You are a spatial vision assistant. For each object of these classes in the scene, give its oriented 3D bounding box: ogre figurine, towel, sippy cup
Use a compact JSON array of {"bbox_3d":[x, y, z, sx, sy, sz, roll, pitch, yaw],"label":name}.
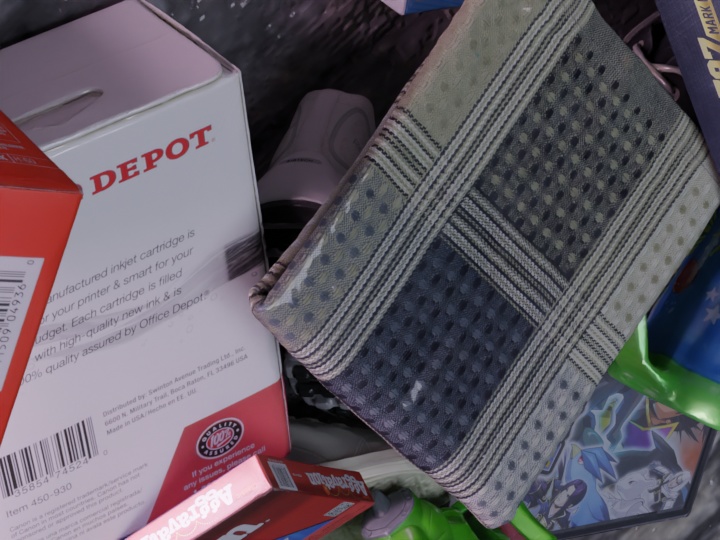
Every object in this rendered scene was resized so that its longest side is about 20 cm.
[{"bbox_3d":[0.058,0.166,1.111,0.200,0.120,0.098,6,141,-47],"label":"ogre figurine"},{"bbox_3d":[0.059,-0.016,0.998,0.200,0.035,0.193,-54,131,-9],"label":"towel"},{"bbox_3d":[0.207,0.021,1.153,0.130,0.140,0.178,-66,159,2],"label":"sippy cup"}]

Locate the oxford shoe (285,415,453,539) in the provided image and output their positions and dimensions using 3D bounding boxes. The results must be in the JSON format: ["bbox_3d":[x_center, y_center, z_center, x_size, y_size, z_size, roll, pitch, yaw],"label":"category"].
[{"bbox_3d":[-0.027,0.092,1.098,0.200,0.058,0.075,1,142,-40],"label":"oxford shoe"}]

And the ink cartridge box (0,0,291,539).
[{"bbox_3d":[-0.117,0.010,0.958,0.147,0.083,0.200,-24,131,-23],"label":"ink cartridge box"}]

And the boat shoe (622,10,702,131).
[{"bbox_3d":[0.151,-0.090,1.098,0.200,0.074,0.060,-29,144,-23],"label":"boat shoe"}]

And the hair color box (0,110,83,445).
[{"bbox_3d":[-0.176,-0.030,0.805,0.061,0.200,0.102,4,115,-38],"label":"hair color box"}]

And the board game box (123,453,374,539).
[{"bbox_3d":[-0.097,0.141,1.030,0.200,0.019,0.103,-34,158,17],"label":"board game box"}]

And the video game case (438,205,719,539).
[{"bbox_3d":[0.121,0.050,1.207,0.181,0.026,0.200,-6,121,-35],"label":"video game case"}]

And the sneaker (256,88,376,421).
[{"bbox_3d":[0.000,0.000,1.053,0.200,0.075,0.081,76,21,-54],"label":"sneaker"}]

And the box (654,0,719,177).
[{"bbox_3d":[0.212,-0.134,1.052,0.200,0.051,0.158,-50,129,-30],"label":"box"}]

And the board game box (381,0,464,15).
[{"bbox_3d":[0.100,-0.189,1.027,0.200,0.034,0.135,-11,124,-32],"label":"board game box"}]
